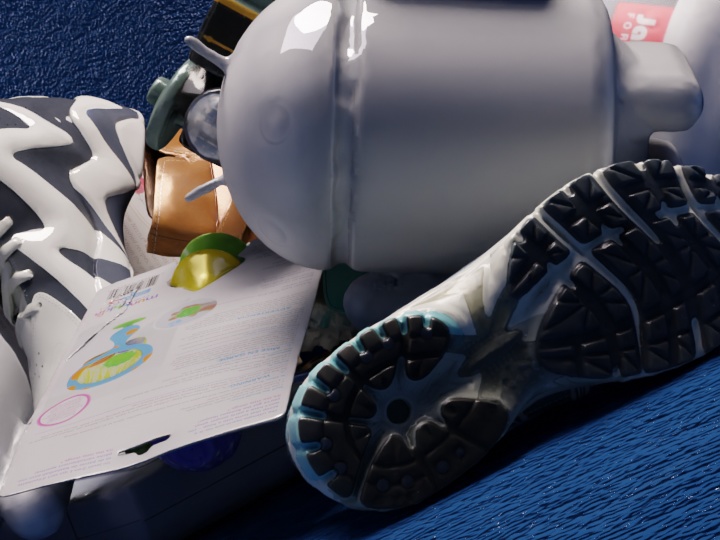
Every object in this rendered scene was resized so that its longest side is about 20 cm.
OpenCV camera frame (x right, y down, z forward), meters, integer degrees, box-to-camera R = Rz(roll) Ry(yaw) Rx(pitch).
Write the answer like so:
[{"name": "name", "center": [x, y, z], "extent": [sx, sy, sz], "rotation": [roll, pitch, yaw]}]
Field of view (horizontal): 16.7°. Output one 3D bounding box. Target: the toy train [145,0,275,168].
[{"name": "toy train", "center": [-0.027, -0.094, 1.102], "extent": [0.114, 0.085, 0.200], "rotation": [-62, -8, 13]}]

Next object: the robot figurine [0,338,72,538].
[{"name": "robot figurine", "center": [-0.199, 0.083, 0.995], "extent": [0.169, 0.113, 0.200], "rotation": [-4, 29, 6]}]

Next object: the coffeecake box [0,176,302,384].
[{"name": "coffeecake box", "center": [-0.155, 0.038, 1.268], "extent": [0.200, 0.154, 0.073], "rotation": [-27, -12, -37]}]

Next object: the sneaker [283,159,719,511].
[{"name": "sneaker", "center": [0.055, 0.020, 0.903], "extent": [0.199, 0.078, 0.086], "rotation": [-25, 1, -16]}]

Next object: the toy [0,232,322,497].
[{"name": "toy", "center": [-0.067, 0.044, 0.998], "extent": [0.115, 0.047, 0.200], "rotation": [-17, 23, 12]}]

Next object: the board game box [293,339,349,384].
[{"name": "board game box", "center": [0.069, 0.018, 1.128], "extent": [0.200, 0.035, 0.135], "rotation": [-27, 5, -36]}]

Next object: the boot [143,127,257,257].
[{"name": "boot", "center": [-0.035, -0.057, 1.258], "extent": [0.154, 0.074, 0.200], "rotation": [5, 25, -6]}]

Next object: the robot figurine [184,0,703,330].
[{"name": "robot figurine", "center": [0.031, -0.055, 0.958], "extent": [0.199, 0.170, 0.113], "rotation": [2, 17, -1]}]

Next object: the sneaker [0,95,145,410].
[{"name": "sneaker", "center": [-0.176, -0.007, 1.187], "extent": [0.129, 0.200, 0.080], "rotation": [12, -29, -17]}]

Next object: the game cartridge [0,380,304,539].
[{"name": "game cartridge", "center": [-0.099, 0.098, 1.093], "extent": [0.133, 0.042, 0.200], "rotation": [-32, 7, -29]}]

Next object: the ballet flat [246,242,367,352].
[{"name": "ballet flat", "center": [0.000, 0.000, 1.102], "extent": [0.072, 0.072, 0.200], "rotation": [-27, 6, -36]}]

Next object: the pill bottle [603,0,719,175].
[{"name": "pill bottle", "center": [0.117, -0.075, 1.064], "extent": [0.199, 0.120, 0.120], "rotation": [9, 19, 25]}]
